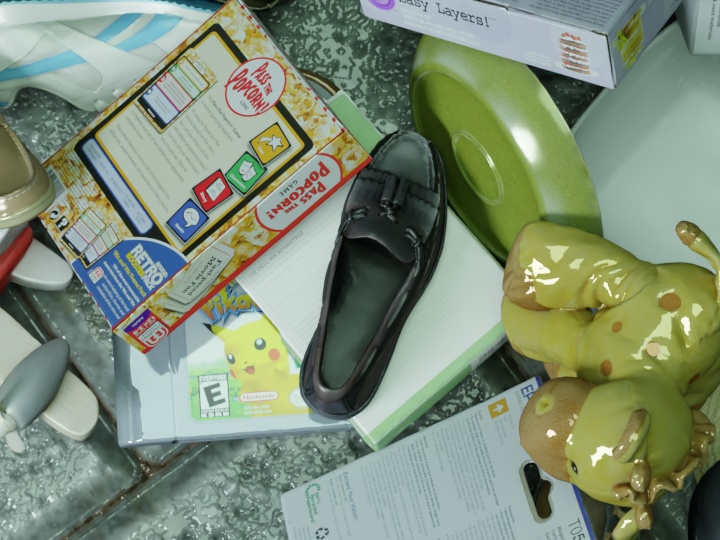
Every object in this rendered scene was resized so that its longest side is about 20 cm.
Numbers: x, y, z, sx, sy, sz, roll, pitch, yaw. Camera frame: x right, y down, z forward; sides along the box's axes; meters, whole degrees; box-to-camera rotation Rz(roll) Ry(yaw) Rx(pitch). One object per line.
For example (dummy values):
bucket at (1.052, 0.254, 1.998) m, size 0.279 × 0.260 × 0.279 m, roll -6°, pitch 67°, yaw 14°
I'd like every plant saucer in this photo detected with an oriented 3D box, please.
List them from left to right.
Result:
plant saucer at (0.088, -0.073, 1.501) m, size 0.031 × 0.200 × 0.200 m, roll -31°, pitch 82°, yaw -18°

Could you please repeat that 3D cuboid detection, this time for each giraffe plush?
giraffe plush at (0.164, 0.078, 1.414) m, size 0.200 × 0.173 × 0.162 m, roll -6°, pitch 51°, yaw 40°

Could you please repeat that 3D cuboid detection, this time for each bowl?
bowl at (0.236, -0.050, 1.558) m, size 0.200 × 0.075 × 0.200 m, roll 41°, pitch 85°, yaw 5°

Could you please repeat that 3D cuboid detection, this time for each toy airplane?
toy airplane at (-0.284, 0.032, 1.525) m, size 0.200 × 0.141 × 0.200 m, roll -8°, pitch 81°, yaw 0°

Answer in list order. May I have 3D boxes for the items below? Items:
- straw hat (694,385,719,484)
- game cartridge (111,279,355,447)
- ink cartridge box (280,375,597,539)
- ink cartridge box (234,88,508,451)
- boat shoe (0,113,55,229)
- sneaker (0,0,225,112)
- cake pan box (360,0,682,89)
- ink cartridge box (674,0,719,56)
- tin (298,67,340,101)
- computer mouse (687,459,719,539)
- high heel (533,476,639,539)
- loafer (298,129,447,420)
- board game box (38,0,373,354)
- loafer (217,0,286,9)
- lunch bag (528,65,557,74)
straw hat at (0.321, 0.100, 1.529) m, size 0.201 × 0.085 × 0.201 m, roll 0°, pitch 82°, yaw 2°
game cartridge at (-0.072, 0.049, 1.572) m, size 0.200 × 0.040 × 0.134 m, roll -5°, pitch 78°, yaw 0°
ink cartridge box at (0.056, 0.184, 1.473) m, size 0.200 × 0.043 × 0.197 m, roll -25°, pitch 40°, yaw 8°
ink cartridge box at (0.000, 0.000, 1.537) m, size 0.145 × 0.048 × 0.200 m, roll -40°, pitch 79°, yaw -5°
boat shoe at (-0.277, -0.094, 1.532) m, size 0.071 × 0.065 × 0.200 m, roll -34°, pitch 47°, yaw -23°
sneaker at (-0.167, -0.154, 1.590) m, size 0.200 × 0.077 × 0.081 m, roll -2°, pitch 102°, yaw -1°
cake pan box at (0.119, -0.213, 1.451) m, size 0.200 × 0.052 × 0.184 m, roll 19°, pitch 53°, yaw 28°
ink cartridge box at (0.310, -0.221, 1.533) m, size 0.200 × 0.085 × 0.145 m, roll -3°, pitch 41°, yaw -6°
tin at (-0.095, -0.076, 1.589) m, size 0.200 × 0.042 × 0.112 m, roll -14°, pitch 86°, yaw -1°
computer mouse at (0.263, 0.218, 1.499) m, size 0.138 × 0.053 × 0.200 m, roll 0°, pitch 103°, yaw 5°
high heel at (0.120, 0.178, 1.494) m, size 0.071 × 0.142 × 0.200 m, roll -1°, pitch 84°, yaw 39°
loafer at (0.011, 0.000, 1.482) m, size 0.072 × 0.063 × 0.200 m, roll 17°, pitch 81°, yaw 4°
board game box at (-0.113, -0.065, 1.509) m, size 0.200 × 0.046 × 0.152 m, roll -40°, pitch 56°, yaw 4°
loafer at (-0.128, -0.233, 1.570) m, size 0.200 × 0.067 × 0.076 m, roll 14°, pitch 116°, yaw -7°
lunch bag at (0.111, -0.249, 1.588) m, size 0.160 × 0.077 × 0.200 m, roll 21°, pitch 81°, yaw 9°
